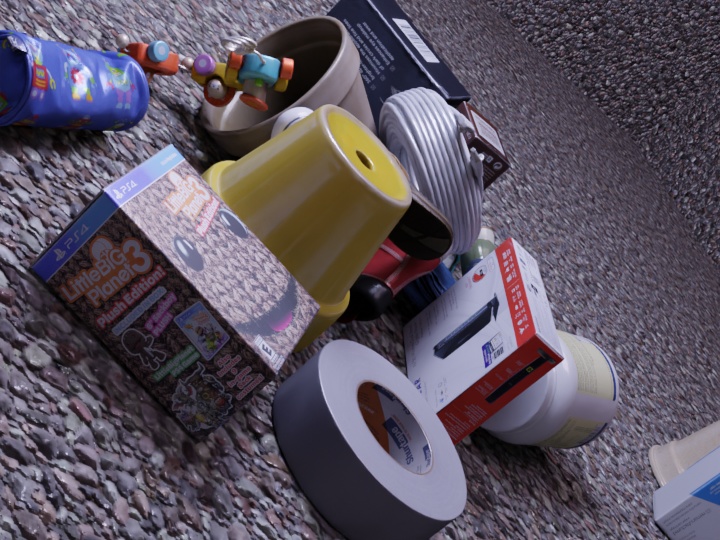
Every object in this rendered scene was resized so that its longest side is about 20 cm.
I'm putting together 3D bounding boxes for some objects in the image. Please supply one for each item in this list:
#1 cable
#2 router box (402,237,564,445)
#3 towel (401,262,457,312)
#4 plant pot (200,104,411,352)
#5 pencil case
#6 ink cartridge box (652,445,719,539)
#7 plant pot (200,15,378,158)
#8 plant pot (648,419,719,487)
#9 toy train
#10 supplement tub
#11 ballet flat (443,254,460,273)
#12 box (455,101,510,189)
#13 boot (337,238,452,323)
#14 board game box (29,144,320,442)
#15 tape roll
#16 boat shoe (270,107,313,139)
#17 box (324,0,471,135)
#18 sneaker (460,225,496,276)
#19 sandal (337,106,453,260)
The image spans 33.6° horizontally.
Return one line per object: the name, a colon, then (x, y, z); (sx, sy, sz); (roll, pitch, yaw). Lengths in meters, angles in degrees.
cable: (0.080, -0.112, 1.392); (0.200, 0.068, 0.202); (-123, -161, -53)
router box: (0.132, 0.082, 1.343); (0.049, 0.179, 0.201); (40, 22, -23)
towel: (0.105, 0.033, 1.509); (0.200, 0.048, 0.112); (47, 17, -37)
plant pot: (-0.057, -0.053, 1.184); (0.201, 0.189, 0.201); (42, 22, -21)
pencil case: (-0.277, -0.172, 1.095); (0.200, 0.077, 0.088); (-9, 83, -67)
ink cartridge box: (0.539, 0.371, 1.711); (0.200, 0.144, 0.085); (46, 21, -6)
plant pot: (-0.062, -0.169, 1.407); (0.174, 0.198, 0.201); (54, 14, -36)
plant pot: (0.582, 0.307, 1.854); (0.200, 0.183, 0.201); (41, 22, -20)
toy train: (-0.169, -0.212, 1.296); (0.150, 0.198, 0.056); (12, 86, -51)
supplement tub: (0.218, 0.141, 1.461); (0.199, 0.145, 0.146); (17, 38, -54)
ballet flat: (0.119, -0.040, 1.689); (0.072, 0.072, 0.200); (48, 21, -2)
box: (0.097, -0.118, 1.583); (0.075, 0.200, 0.101); (34, 24, -27)
boot: (0.000, 0.000, 1.374); (0.073, 0.144, 0.199); (54, -19, -19)
board game box: (-0.149, 0.014, 1.010); (0.200, 0.097, 0.160); (47, 21, -7)
tape roll: (0.010, 0.164, 1.118); (0.200, 0.066, 0.201); (42, 21, -20)
boat shoe: (-0.049, -0.086, 1.312); (0.070, 0.070, 0.201); (55, -20, 42)
box: (0.007, -0.243, 1.612); (0.197, 0.200, 0.117); (52, 22, 7)
sneaker: (0.172, 0.032, 1.622); (0.201, 0.066, 0.091); (66, 15, -53)
sandal: (0.025, -0.095, 1.268); (0.200, 0.082, 0.055); (40, 35, -12)
